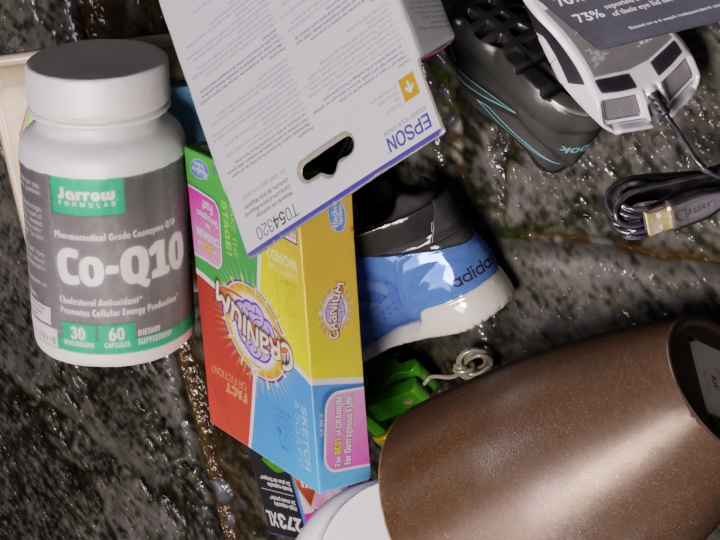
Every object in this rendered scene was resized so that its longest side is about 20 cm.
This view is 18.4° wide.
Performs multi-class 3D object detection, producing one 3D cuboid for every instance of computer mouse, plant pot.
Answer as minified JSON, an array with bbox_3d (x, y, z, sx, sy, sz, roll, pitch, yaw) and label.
[{"bbox_3d":[0.149,-0.113,1.231,0.200,0.109,0.044,62,170,15],"label":"computer mouse"},{"bbox_3d":[0.145,0.114,1.321,0.200,0.187,0.187,-38,84,36],"label":"plant pot"}]

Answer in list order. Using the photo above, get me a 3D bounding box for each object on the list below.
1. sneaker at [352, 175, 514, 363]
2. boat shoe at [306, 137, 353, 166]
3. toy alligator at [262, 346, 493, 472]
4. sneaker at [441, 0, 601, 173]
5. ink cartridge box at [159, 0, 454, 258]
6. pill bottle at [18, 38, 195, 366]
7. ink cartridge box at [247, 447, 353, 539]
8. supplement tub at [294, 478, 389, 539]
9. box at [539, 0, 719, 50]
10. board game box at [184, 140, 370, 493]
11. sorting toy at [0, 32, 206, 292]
[{"bbox_3d":[0.001,-0.001,1.457,0.200,0.077,0.111,-19,105,47],"label":"sneaker"},{"bbox_3d":[-0.030,-0.151,1.403,0.072,0.068,0.200,34,135,28],"label":"boat shoe"},{"bbox_3d":[0.013,0.082,1.519,0.200,0.054,0.059,-29,122,30],"label":"toy alligator"},{"bbox_3d":[0.067,-0.138,1.303,0.200,0.075,0.079,51,153,20],"label":"sneaker"},{"bbox_3d":[-0.031,-0.135,1.307,0.196,0.043,0.200,-30,77,46],"label":"ink cartridge box"},{"bbox_3d":[-0.171,-0.046,1.488,0.113,0.113,0.200,18,120,39],"label":"pill bottle"},{"bbox_3d":[-0.037,0.147,1.633,0.095,0.037,0.200,6,120,44],"label":"ink cartridge box"},{"bbox_3d":[0.015,0.218,1.459,0.146,0.145,0.200,52,160,8],"label":"supplement tub"},{"bbox_3d":[0.121,-0.214,1.096,0.200,0.105,0.148,36,152,-33],"label":"box"},{"bbox_3d":[-0.054,0.026,1.443,0.153,0.040,0.200,25,124,55],"label":"board game box"},{"bbox_3d":[-0.160,-0.066,1.555,0.185,0.036,0.200,-6,116,14],"label":"sorting toy"}]
